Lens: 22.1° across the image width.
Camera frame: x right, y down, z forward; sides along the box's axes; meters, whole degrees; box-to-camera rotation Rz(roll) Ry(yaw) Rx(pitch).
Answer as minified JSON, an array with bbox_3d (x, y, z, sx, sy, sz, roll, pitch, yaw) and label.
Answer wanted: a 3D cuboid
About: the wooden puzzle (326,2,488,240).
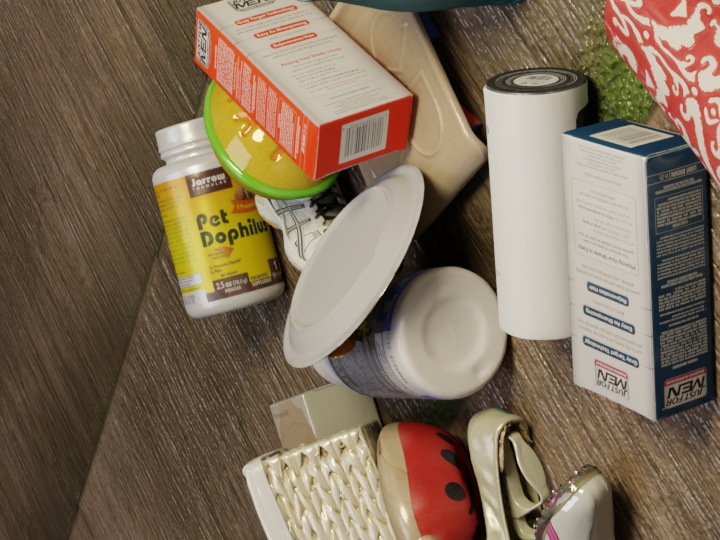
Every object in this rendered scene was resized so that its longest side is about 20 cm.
[{"bbox_3d":[0.037,-0.149,1.617,0.201,0.046,0.185,62,151,13],"label":"wooden puzzle"}]

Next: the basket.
[{"bbox_3d":[-0.010,0.248,1.729,0.136,0.123,0.201,8,-120,-82],"label":"basket"}]

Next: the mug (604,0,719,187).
[{"bbox_3d":[0.243,-0.104,1.167,0.200,0.132,0.178,56,146,37],"label":"mug"}]

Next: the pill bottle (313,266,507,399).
[{"bbox_3d":[0.034,0.057,1.648,0.200,0.113,0.115,-6,99,62],"label":"pill bottle"}]

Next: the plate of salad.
[{"bbox_3d":[0.000,0.000,1.582,0.200,0.048,0.201,-49,21,26],"label":"plate of salad"}]

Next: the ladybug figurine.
[{"bbox_3d":[0.066,0.202,1.649,0.200,0.071,0.137,-94,-21,-68],"label":"ladybug figurine"}]

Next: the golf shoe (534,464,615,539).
[{"bbox_3d":[0.190,0.241,1.511,0.092,0.072,0.201,34,142,31],"label":"golf shoe"}]

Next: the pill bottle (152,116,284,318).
[{"bbox_3d":[-0.154,-0.058,1.941,0.109,0.109,0.202,-12,94,62],"label":"pill bottle"}]

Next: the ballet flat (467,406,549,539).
[{"bbox_3d":[0.139,0.216,1.596,0.069,0.069,0.202,-11,93,62],"label":"ballet flat"}]

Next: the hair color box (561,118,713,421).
[{"bbox_3d":[0.204,-0.002,1.360,0.100,0.060,0.202,25,125,56],"label":"hair color box"}]

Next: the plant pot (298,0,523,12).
[{"bbox_3d":[0.023,-0.286,1.415,0.200,0.187,0.202,38,136,48],"label":"plant pot"}]

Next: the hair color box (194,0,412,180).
[{"bbox_3d":[-0.052,-0.168,1.607,0.200,0.101,0.062,47,144,37],"label":"hair color box"}]

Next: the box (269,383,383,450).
[{"bbox_3d":[-0.014,0.214,1.855,0.095,0.077,0.202,-27,80,62],"label":"box"}]

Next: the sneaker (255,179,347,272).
[{"bbox_3d":[-0.047,-0.064,1.777,0.200,0.075,0.088,44,140,44],"label":"sneaker"}]

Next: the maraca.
[{"bbox_3d":[-0.085,-0.151,1.730,0.107,0.136,0.201,-55,43,48],"label":"maraca"}]

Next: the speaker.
[{"bbox_3d":[0.140,-0.050,1.433,0.081,0.081,0.202,25,125,55],"label":"speaker"}]
